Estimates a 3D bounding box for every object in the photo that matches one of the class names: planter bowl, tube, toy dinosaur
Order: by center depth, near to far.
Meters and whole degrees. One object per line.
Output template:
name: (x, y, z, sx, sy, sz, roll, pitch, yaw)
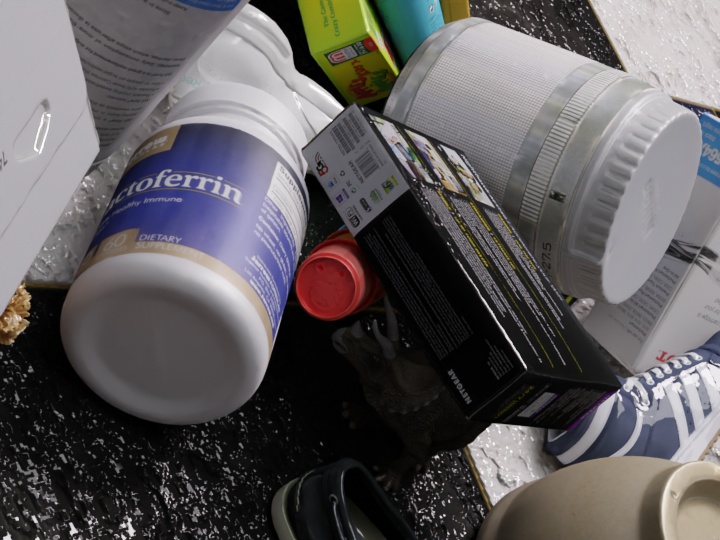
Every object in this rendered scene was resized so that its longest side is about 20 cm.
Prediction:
planter bowl: (0.187, 0.198, 0.952, 0.199, 0.135, 0.201, 22, 48, -26)
toy dinosaur: (0.057, 0.083, 0.967, 0.199, 0.102, 0.077, 9, 51, -42)
tube: (0.051, -0.170, 1.185, 0.200, 0.050, 0.078, 65, 20, -43)

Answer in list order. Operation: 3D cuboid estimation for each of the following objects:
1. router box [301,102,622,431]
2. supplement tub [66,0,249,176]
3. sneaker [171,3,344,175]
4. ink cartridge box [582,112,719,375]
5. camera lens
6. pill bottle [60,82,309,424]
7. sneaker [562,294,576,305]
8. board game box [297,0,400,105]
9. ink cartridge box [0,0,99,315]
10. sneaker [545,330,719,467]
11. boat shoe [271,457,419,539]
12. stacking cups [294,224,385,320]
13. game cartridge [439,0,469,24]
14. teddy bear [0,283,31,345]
router box: (0.063, 0.001, 0.929, 0.149, 0.051, 0.200, 15, 40, -58)
supplement tub: (-0.149, -0.158, 0.880, 0.132, 0.200, 0.132, 29, 38, -27)
sneaker: (-0.065, -0.096, 1.030, 0.075, 0.089, 0.200, 22, -14, 37)
ink cartridge box: (0.290, -0.001, 1.213, 0.146, 0.201, 0.084, 22, 13, -33)
camera lens: (0.121, -0.080, 1.091, 0.199, 0.161, 0.160, 25, 25, 27)
pill bottle: (-0.092, -0.017, 0.885, 0.116, 0.116, 0.200, 36, 36, -18)
sneaker: (0.141, -0.006, 1.187, 0.078, 0.066, 0.200, 39, 33, 9)
board game box: (-0.022, -0.237, 1.172, 0.102, 0.047, 0.201, 46, 28, -66)
ink cartridge box: (-0.239, -0.077, 0.663, 0.147, 0.199, 0.147, -74, 161, -54)
sneaker: (0.213, 0.087, 1.120, 0.108, 0.070, 0.200, 42, 62, -3)
boat shoe: (0.030, 0.192, 0.863, 0.074, 0.066, 0.200, -15, 69, -53)
stacking cups: (0.000, 0.000, 0.970, 0.061, 0.060, 0.200, 49, 17, 0)
game cartridge: (0.038, -0.270, 1.257, 0.176, 0.032, 0.201, 73, -6, -67)
teddy bear: (-0.239, 0.046, 0.716, 0.144, 0.067, 0.201, 18, 43, -11)
